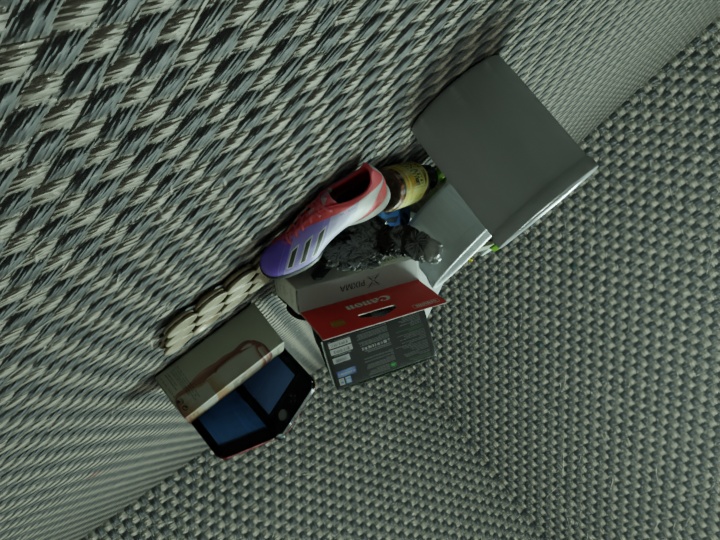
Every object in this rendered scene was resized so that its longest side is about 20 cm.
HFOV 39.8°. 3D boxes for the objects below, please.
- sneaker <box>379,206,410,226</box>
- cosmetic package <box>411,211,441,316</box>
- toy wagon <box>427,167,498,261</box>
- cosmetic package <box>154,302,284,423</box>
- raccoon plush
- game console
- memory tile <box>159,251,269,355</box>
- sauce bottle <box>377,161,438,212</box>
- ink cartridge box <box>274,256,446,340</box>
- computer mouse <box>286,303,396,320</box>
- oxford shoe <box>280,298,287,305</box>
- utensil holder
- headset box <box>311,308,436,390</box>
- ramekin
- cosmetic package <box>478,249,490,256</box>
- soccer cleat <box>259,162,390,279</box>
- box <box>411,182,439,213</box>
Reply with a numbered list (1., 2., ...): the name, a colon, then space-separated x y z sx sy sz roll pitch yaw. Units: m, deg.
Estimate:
1. sneaker: 0.043 -0.099 1.536 0.079 0.066 0.200 -68 169 24
2. cosmetic package: 0.078 -0.002 1.762 0.201 0.150 0.052 -66 -151 14
3. toy wagon: 0.184 -0.092 1.744 0.040 0.155 0.201 -38 -152 46
4. cosmetic package: -0.228 0.153 1.626 0.200 0.087 0.103 -38 172 -12
5. raccoon plush: 0.012 -0.027 1.388 0.134 0.199 0.097 60 55 -83
6. game console: -0.203 0.194 1.677 0.118 0.200 0.173 18 109 -51
7. memory tile: -0.193 0.041 1.374 0.200 0.017 0.153 -38 173 -20
8. sauce bottle: 0.065 -0.129 1.468 0.066 0.066 0.200 -42 176 23
9. ink cartridge box: -0.003 0.021 1.437 0.199 0.045 0.176 -16 -154 -21
10. computer mouse: -0.023 0.057 1.579 0.198 0.034 0.059 -1 -151 19
11. oxford shoe: -0.055 0.029 1.770 0.200 0.085 0.073 -36 172 -39
12. utensil holder: 0.189 -0.160 1.332 0.170 0.200 0.170 -38 173 -6
13. headset box: 0.010 0.091 1.632 0.173 0.093 0.200 -18 -158 -6
14. ramekin: 0.154 -0.075 1.572 0.200 0.098 0.201 -43 172 -7
15. cosmetic package: 0.288 -0.170 1.974 0.167 0.167 0.200 -32 172 -48
16. soccer cleat: -0.053 -0.066 1.281 0.199 0.068 0.073 -35 150 -3
17. box: 0.097 -0.082 1.831 0.199 0.095 0.078 -37 175 -3
